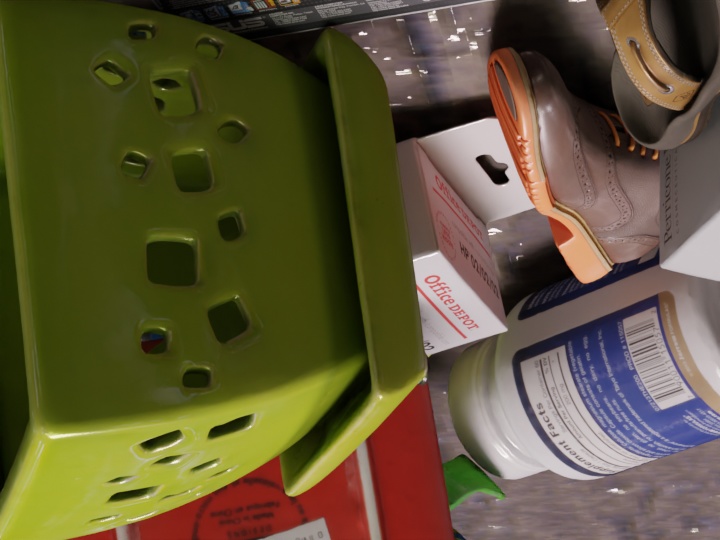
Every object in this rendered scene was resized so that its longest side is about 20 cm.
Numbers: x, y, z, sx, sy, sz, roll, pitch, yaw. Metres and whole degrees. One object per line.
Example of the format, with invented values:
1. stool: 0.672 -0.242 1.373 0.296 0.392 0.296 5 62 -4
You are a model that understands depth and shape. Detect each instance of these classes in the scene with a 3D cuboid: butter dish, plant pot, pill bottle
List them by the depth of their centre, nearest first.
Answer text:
1. plant pot: -0.079 0.003 1.098 0.180 0.201 0.199 -2 161 -17
2. butter dish: -0.059 0.130 1.258 0.199 0.201 0.148 -9 179 -6
3. pill bottle: 0.145 0.051 1.347 0.111 0.112 0.199 23 147 -36

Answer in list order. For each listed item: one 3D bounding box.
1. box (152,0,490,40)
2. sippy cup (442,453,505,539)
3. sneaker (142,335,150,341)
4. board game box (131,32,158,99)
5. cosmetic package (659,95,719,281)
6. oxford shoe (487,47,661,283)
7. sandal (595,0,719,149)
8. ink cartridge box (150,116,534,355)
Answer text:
1. box: -0.010 -0.162 1.006 0.199 0.045 0.160 -8 152 20
2. sippy cup: 0.007 0.188 1.406 0.177 0.141 0.130 -15 170 24
3. sneaker: -0.076 0.041 1.406 0.086 0.081 0.200 -13 161 16
4. board game box: -0.111 -0.064 1.230 0.134 0.028 0.200 -2 154 10
5. cosmetic package: 0.206 -0.078 1.093 0.071 0.102 0.200 11 152 -16
6. oxford shoe: 0.112 -0.062 1.190 0.073 0.072 0.200 -22 155 9
7. sandal: 0.126 -0.108 1.063 0.054 0.082 0.200 -15 163 -10
8. ink cartridge box: 0.000 0.000 1.259 0.199 0.068 0.115 -19 153 15
